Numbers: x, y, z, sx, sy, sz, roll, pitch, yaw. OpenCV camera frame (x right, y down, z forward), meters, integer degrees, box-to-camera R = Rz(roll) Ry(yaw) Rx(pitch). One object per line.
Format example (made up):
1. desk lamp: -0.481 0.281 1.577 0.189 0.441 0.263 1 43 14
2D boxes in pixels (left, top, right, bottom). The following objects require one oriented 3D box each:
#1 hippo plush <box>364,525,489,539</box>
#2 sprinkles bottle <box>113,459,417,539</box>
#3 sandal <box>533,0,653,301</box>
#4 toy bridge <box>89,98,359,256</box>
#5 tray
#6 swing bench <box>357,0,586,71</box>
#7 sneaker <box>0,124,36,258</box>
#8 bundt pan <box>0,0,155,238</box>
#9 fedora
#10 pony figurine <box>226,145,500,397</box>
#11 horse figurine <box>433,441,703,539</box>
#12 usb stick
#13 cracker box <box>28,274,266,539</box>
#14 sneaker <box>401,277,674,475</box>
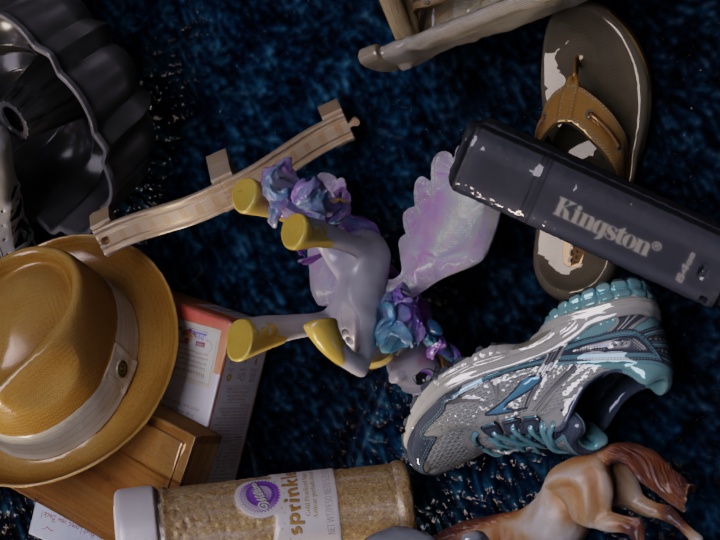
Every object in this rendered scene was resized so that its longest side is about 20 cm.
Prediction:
1. hippo plush: 0.020 0.221 1.568 0.200 0.161 0.159 18 142 40
2. sprinkles bottle: -0.064 0.170 1.676 0.200 0.068 0.068 -6 84 -5
3. sandal: 0.142 -0.078 1.627 0.080 0.054 0.200 7 92 31
4. toy bridge: -0.092 -0.062 1.716 0.200 0.067 0.027 -25 109 2
5. tray: -0.198 0.124 1.766 0.200 0.037 0.099 24 100 32
6. swing bench: 0.089 -0.250 1.628 0.199 0.130 0.200 -17 85 28
7. sneaker: -0.264 -0.029 1.823 0.072 0.072 0.200 11 134 1
8. bundt pan: -0.224 -0.127 1.793 0.202 0.076 0.202 33 145 27
9. fedora: -0.224 0.049 1.724 0.201 0.082 0.201 -10 58 16
10. pony figurine: 0.000 0.000 1.652 0.167 0.200 0.193 -15 65 36
11. horse figurine: 0.141 0.176 1.621 0.200 0.050 0.133 -48 68 27
12. usb stick: 0.152 -0.037 1.592 0.200 0.033 0.055 25 109 5
13. cracker box: -0.152 0.115 1.793 0.134 0.058 0.200 18 97 32
14. sneaker: 0.113 0.087 1.611 0.200 0.078 0.086 -35 58 22
